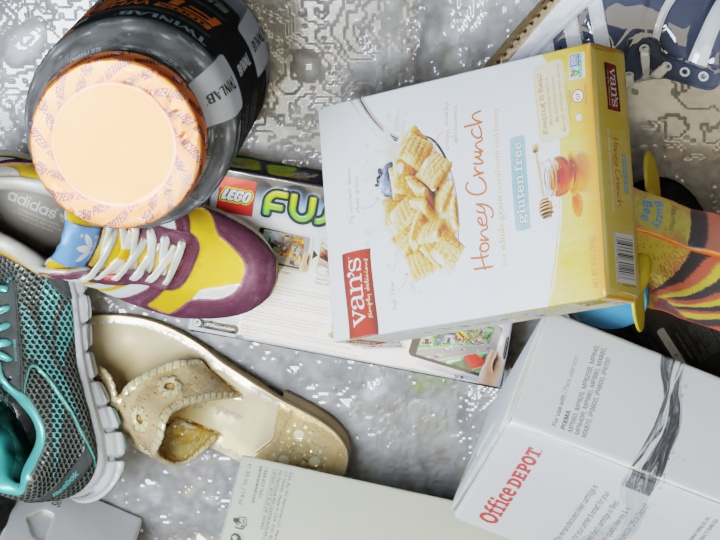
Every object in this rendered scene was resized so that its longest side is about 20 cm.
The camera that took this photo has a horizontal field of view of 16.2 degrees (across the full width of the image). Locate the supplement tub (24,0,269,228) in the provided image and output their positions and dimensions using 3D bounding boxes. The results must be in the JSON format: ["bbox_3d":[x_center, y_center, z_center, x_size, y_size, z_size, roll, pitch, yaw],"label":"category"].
[{"bbox_3d":[-0.123,-0.098,1.455,0.122,0.200,0.123,1,108,5],"label":"supplement tub"}]

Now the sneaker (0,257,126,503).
[{"bbox_3d":[-0.210,0.052,1.547,0.077,0.091,0.201,-23,85,33],"label":"sneaker"}]

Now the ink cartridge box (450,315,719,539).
[{"bbox_3d":[0.170,0.121,1.489,0.199,0.084,0.144,21,150,-1],"label":"ink cartridge box"}]

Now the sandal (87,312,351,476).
[{"bbox_3d":[-0.108,0.090,1.581,0.211,0.070,0.078,22,108,-1],"label":"sandal"}]

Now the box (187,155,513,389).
[{"bbox_3d":[0.000,0.000,1.560,0.199,0.035,0.110,11,108,2],"label":"box"}]

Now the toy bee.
[{"bbox_3d":[0.144,-0.019,1.459,0.199,0.131,0.109,-5,136,-12],"label":"toy bee"}]

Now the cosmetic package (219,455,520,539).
[{"bbox_3d":[0.013,0.185,1.575,0.199,0.071,0.105,12,152,3],"label":"cosmetic package"}]

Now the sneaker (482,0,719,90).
[{"bbox_3d":[0.143,-0.118,1.491,0.108,0.070,0.200,41,104,-6],"label":"sneaker"}]

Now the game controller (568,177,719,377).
[{"bbox_3d":[0.200,0.043,1.558,0.104,0.042,0.200,-33,102,0],"label":"game controller"}]

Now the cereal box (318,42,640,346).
[{"bbox_3d":[0.064,-0.040,1.439,0.200,0.039,0.144,-11,78,39],"label":"cereal box"}]

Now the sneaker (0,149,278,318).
[{"bbox_3d":[-0.147,-0.013,1.500,0.199,0.090,0.075,15,102,-2],"label":"sneaker"}]

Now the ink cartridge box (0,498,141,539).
[{"bbox_3d":[-0.216,0.252,1.603,0.084,0.146,0.200,21,109,-4],"label":"ink cartridge box"}]
